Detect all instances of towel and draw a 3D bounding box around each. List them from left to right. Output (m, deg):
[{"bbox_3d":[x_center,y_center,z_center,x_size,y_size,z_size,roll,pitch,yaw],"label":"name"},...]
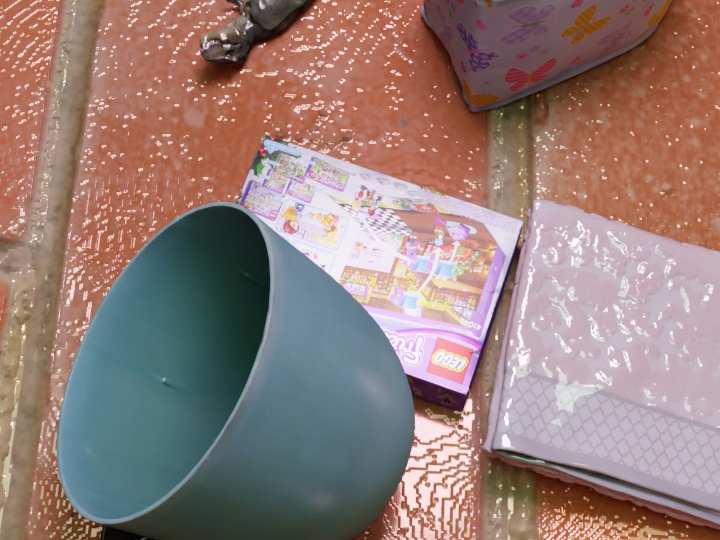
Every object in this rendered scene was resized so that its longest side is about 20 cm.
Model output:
[{"bbox_3d":[0.192,0.062,0.984,0.198,0.032,0.193,17,67,-5],"label":"towel"}]

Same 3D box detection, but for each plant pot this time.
[{"bbox_3d":[-0.063,0.085,0.893,0.160,0.199,0.203,32,62,-35],"label":"plant pot"}]

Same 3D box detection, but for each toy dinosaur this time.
[{"bbox_3d":[-0.058,-0.233,1.108,0.199,0.047,0.089,-37,95,-16],"label":"toy dinosaur"}]

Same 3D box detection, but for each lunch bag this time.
[{"bbox_3d":[0.151,-0.227,1.045,0.198,0.170,0.128,-21,71,-7],"label":"lunch bag"}]

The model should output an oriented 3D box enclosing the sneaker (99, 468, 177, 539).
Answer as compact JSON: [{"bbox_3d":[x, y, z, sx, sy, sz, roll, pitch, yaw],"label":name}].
[{"bbox_3d":[-0.126,0.217,0.902,0.077,0.077,0.202,-9,66,-3],"label":"sneaker"}]

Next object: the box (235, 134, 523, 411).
[{"bbox_3d":[0.000,0.000,1.016,0.198,0.039,0.138,19,67,6],"label":"box"}]
